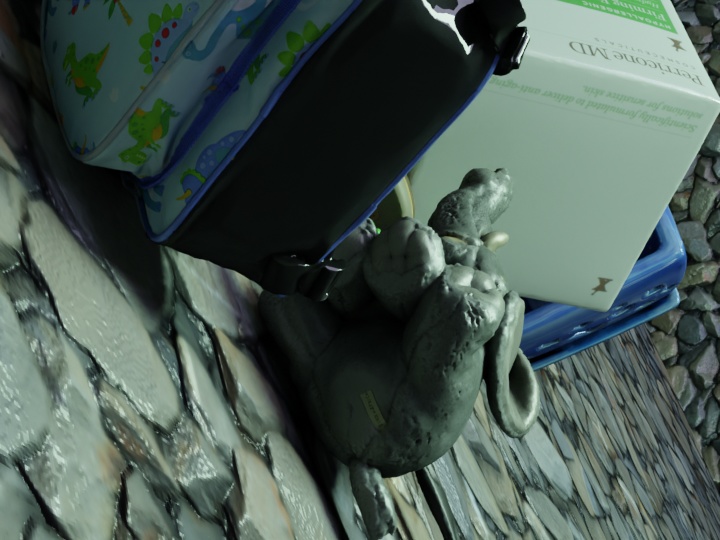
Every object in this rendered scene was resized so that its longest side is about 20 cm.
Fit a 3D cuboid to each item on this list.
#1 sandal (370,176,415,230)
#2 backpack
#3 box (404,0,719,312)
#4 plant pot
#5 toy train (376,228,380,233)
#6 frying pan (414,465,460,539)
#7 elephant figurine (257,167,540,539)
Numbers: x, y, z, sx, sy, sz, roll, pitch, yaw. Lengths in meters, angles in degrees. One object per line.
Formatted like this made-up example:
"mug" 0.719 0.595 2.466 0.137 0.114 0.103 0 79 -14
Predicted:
"sandal" -0.027 -0.092 1.083 0.201 0.080 0.054 64 34 -19
"backpack" -0.052 -0.119 0.756 0.146 0.183 0.201 27 23 -35
"box" 0.111 -0.108 1.195 0.197 0.201 0.172 11 38 -19
"plant pot" 0.157 -0.028 1.421 0.180 0.198 0.202 53 14 -67
"toy train" 0.000 0.000 1.058 0.200 0.041 0.057 37 38 -64
"frying pan" 0.064 0.198 0.936 0.191 0.031 0.115 57 13 -14
"elephant figurine" 0.045 0.035 0.924 0.141 0.156 0.200 44 15 19
